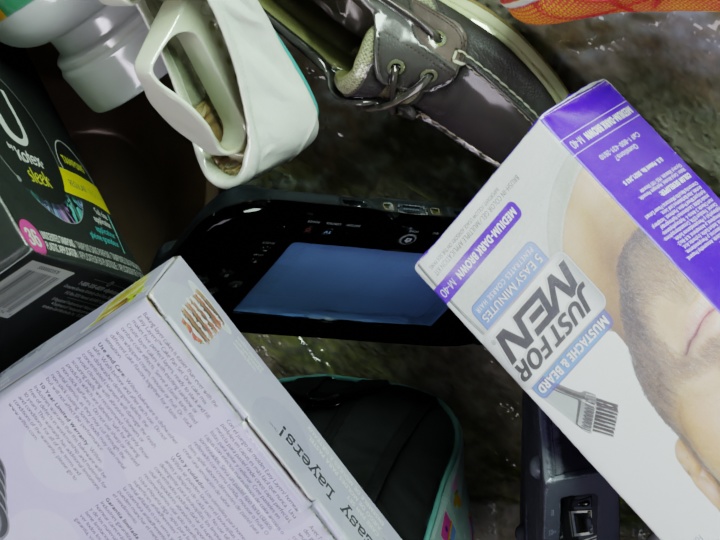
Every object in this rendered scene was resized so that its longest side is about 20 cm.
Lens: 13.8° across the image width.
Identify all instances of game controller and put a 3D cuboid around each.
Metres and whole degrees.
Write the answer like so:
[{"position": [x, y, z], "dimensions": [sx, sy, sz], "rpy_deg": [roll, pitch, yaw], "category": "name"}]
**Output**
[{"position": [0.000, 0.000, 1.382], "dimensions": [0.199, 0.042, 0.104], "rpy_deg": [4, 156, -31], "category": "game controller"}]

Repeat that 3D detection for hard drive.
[{"position": [0.099, 0.111, 1.434], "dimensions": [0.042, 0.135, 0.200], "rpy_deg": [-2, 140, 0], "category": "hard drive"}]

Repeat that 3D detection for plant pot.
[{"position": [-0.148, -0.034, 1.475], "dimensions": [0.200, 0.201, 0.093], "rpy_deg": [21, 180, 20], "category": "plant pot"}]

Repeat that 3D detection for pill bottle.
[{"position": [-0.153, -0.174, 1.355], "dimensions": [0.113, 0.113, 0.200], "rpy_deg": [-21, 114, 47], "category": "pill bottle"}]

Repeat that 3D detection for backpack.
[{"position": [-0.028, 0.149, 1.505], "dimensions": [0.175, 0.200, 0.154], "rpy_deg": [-1, 130, 17], "category": "backpack"}]

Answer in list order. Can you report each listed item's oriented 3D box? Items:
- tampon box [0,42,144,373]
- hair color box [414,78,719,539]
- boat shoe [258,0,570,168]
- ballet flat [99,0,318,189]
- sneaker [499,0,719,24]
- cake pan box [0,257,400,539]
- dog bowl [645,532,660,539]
[{"position": [-0.215, -0.052, 1.371], "dimensions": [0.126, 0.150, 0.200], "rpy_deg": [-32, 75, 12], "category": "tampon box"}, {"position": [0.130, 0.029, 1.287], "dimensions": [0.200, 0.065, 0.109], "rpy_deg": [47, 130, 9], "category": "hair color box"}, {"position": [0.010, -0.101, 1.340], "dimensions": [0.200, 0.065, 0.073], "rpy_deg": [38, 142, 1], "category": "boat shoe"}, {"position": [-0.081, -0.118, 1.294], "dimensions": [0.069, 0.069, 0.200], "rpy_deg": [-1, 129, 38], "category": "ballet flat"}, {"position": [0.136, -0.127, 1.214], "dimensions": [0.200, 0.073, 0.077], "rpy_deg": [-12, 131, 47], "category": "sneaker"}, {"position": [-0.094, 0.121, 1.347], "dimensions": [0.184, 0.052, 0.200], "rpy_deg": [-34, 100, 28], "category": "cake pan box"}, {"position": [0.218, 0.196, 1.407], "dimensions": [0.199, 0.079, 0.200], "rpy_deg": [18, 160, 7], "category": "dog bowl"}]
